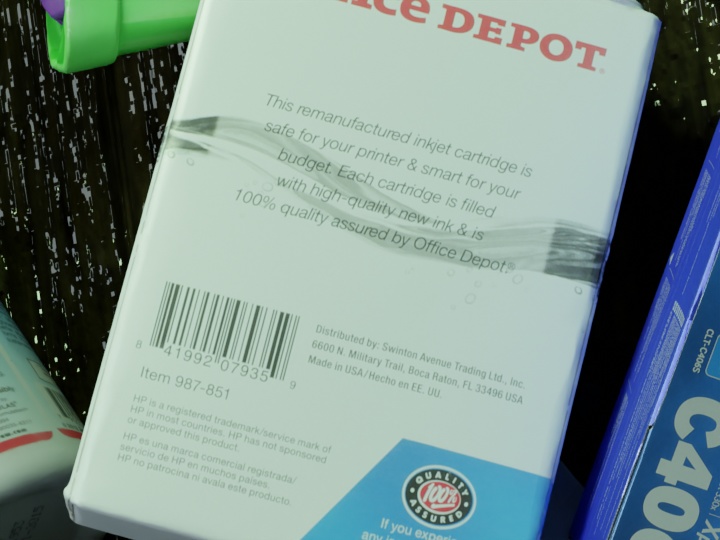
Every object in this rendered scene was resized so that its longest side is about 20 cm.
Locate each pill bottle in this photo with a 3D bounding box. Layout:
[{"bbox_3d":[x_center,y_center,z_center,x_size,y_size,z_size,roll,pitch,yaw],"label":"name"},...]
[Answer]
[{"bbox_3d":[-0.193,0.047,1.172,0.200,0.109,0.109,53,126,29],"label":"pill bottle"}]

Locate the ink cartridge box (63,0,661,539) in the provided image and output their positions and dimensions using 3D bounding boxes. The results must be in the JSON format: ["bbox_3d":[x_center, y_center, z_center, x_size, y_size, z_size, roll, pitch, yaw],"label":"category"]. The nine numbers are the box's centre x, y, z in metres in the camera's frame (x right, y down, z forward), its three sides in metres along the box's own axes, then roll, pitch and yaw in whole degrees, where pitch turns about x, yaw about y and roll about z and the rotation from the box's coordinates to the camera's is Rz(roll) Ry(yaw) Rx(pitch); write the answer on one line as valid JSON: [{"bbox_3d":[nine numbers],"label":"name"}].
[{"bbox_3d":[0.000,0.000,0.899,0.084,0.145,0.201,120,165,-79],"label":"ink cartridge box"}]

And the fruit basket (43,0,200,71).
[{"bbox_3d":[-0.119,-0.174,1.006,0.155,0.215,0.217,-151,61,-79],"label":"fruit basket"}]

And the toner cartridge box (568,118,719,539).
[{"bbox_3d":[0.116,0.009,0.845,0.043,0.095,0.201,19,100,-2],"label":"toner cartridge box"}]

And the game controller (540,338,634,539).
[{"bbox_3d":[0.061,0.118,0.968,0.104,0.042,0.200,55,128,27],"label":"game controller"}]
